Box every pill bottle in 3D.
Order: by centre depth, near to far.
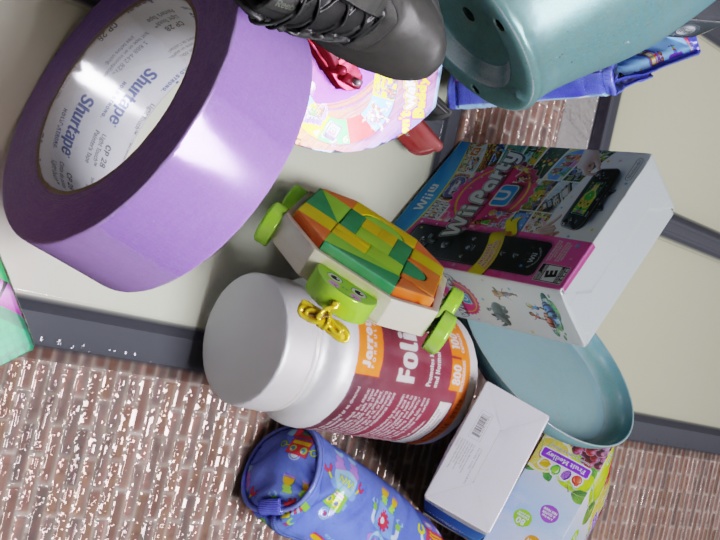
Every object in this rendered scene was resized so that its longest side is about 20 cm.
[{"bbox_3d":[-0.013,0.067,0.857,0.200,0.114,0.115,16,87,-44],"label":"pill bottle"}]

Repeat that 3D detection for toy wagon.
[{"bbox_3d":[0.000,0.000,0.801,0.040,0.155,0.200,-57,180,16],"label":"toy wagon"}]

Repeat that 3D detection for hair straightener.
[{"bbox_3d":[0.006,-0.178,0.892,0.200,0.041,0.077,38,57,-34],"label":"hair straightener"}]

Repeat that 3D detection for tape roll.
[{"bbox_3d":[-0.124,-0.090,0.668,0.066,0.200,0.201,35,74,-41],"label":"tape roll"}]

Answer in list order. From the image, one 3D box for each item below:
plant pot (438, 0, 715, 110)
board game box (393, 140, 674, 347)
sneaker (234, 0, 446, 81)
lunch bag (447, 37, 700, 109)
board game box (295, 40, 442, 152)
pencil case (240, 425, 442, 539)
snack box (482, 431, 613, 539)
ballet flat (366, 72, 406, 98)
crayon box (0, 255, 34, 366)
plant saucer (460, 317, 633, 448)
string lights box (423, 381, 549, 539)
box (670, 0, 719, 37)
[{"bbox_3d":[0.122,-0.207,0.685,0.188,0.200,0.200,-41,124,-9],"label":"plant pot"},{"bbox_3d":[0.128,-0.030,0.911,0.148,0.200,0.064,-51,127,-24],"label":"board game box"},{"bbox_3d":[-0.030,-0.154,0.601,0.200,0.076,0.091,30,36,-31],"label":"sneaker"},{"bbox_3d":[0.172,-0.186,0.934,0.200,0.150,0.094,-40,123,-43],"label":"lunch bag"},{"bbox_3d":[0.000,-0.177,0.778,0.157,0.039,0.201,3,106,-24],"label":"board game box"},{"bbox_3d":[-0.010,0.204,0.909,0.200,0.078,0.087,44,46,-37],"label":"pencil case"},{"bbox_3d":[0.162,0.257,1.043,0.200,0.068,0.169,-55,156,-19],"label":"snack box"},{"bbox_3d":[0.029,-0.230,0.843,0.067,0.067,0.201,14,70,-18],"label":"ballet flat"},{"bbox_3d":[-0.250,-0.018,0.565,0.058,0.200,0.119,-30,117,-33],"label":"crayon box"},{"bbox_3d":[0.162,0.079,1.003,0.200,0.201,0.027,8,135,-43],"label":"plant saucer"},{"bbox_3d":[0.100,0.166,0.939,0.103,0.059,0.200,-59,169,-12],"label":"string lights box"},{"bbox_3d":[0.172,-0.260,0.825,0.199,0.044,0.161,-1,86,-21],"label":"box"}]
